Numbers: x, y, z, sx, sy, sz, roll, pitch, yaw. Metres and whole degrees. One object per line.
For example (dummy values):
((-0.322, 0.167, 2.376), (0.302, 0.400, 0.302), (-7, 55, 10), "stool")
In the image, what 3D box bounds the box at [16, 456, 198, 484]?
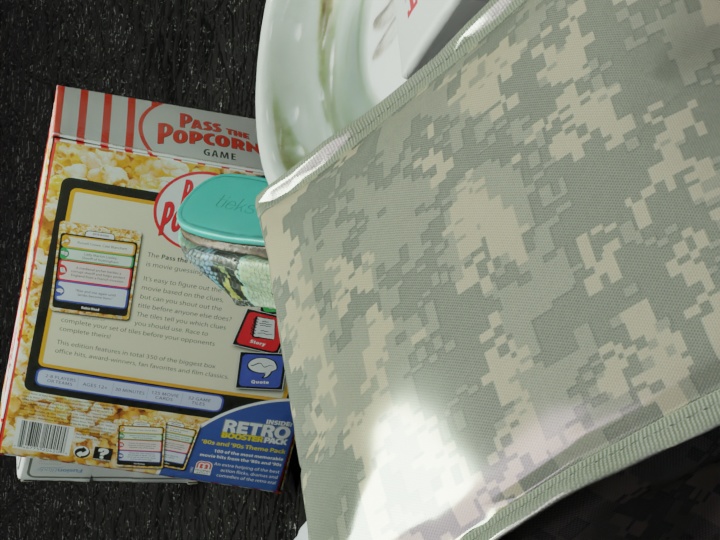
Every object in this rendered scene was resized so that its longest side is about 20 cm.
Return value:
((-0.132, 0.040, 1.112), (0.060, 0.116, 0.200), (-106, 26, -43), "box")

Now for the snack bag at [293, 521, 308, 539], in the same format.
((0.010, 0.160, 0.826), (0.200, 0.021, 0.189), (120, 147, -53), "snack bag")

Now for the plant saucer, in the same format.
((0.016, -0.115, 0.781), (0.200, 0.050, 0.200), (-168, 90, -68), "plant saucer")

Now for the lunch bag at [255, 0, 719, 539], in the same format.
((0.080, 0.002, 0.493), (0.200, 0.118, 0.164), (-39, 42, 29), "lunch bag")

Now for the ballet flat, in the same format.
((0.000, 0.000, 0.806), (0.200, 0.074, 0.074), (18, 105, 51), "ballet flat")

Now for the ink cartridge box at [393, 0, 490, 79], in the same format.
((0.064, -0.176, 0.622), (0.145, 0.084, 0.200), (127, 141, -57), "ink cartridge box")

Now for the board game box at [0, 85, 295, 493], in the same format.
((-0.091, 0.015, 0.937), (0.046, 0.151, 0.200), (-96, 20, -53), "board game box")
